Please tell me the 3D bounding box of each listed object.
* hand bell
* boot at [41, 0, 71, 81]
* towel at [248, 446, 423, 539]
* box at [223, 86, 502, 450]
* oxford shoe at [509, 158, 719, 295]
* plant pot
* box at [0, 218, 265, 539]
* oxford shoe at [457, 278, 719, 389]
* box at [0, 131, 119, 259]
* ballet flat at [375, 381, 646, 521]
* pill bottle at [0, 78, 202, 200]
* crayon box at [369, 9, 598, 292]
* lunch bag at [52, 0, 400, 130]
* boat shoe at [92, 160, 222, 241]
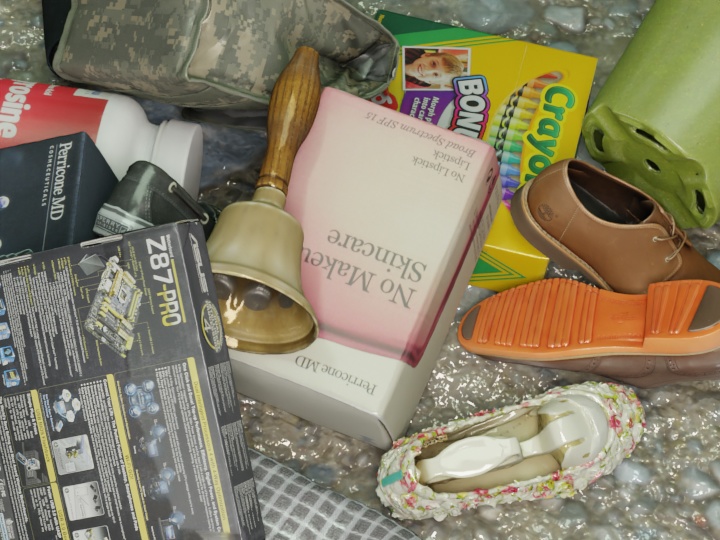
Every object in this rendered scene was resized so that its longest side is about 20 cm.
[{"bbox_3d":[-0.054,-0.057,1.385,0.104,0.104,0.201,12,61,6],"label":"hand bell"},{"bbox_3d":[-0.159,-0.230,1.677,0.199,0.077,0.168,-17,51,-7],"label":"boot"},{"bbox_3d":[-0.071,0.213,1.336,0.165,0.086,0.200,25,55,17],"label":"towel"},{"bbox_3d":[0.000,0.000,1.449,0.127,0.109,0.201,20,76,12],"label":"box"},{"bbox_3d":[0.203,-0.010,1.503,0.200,0.071,0.071,30,51,-13],"label":"oxford shoe"},{"bbox_3d":[0.263,-0.136,1.579,0.200,0.200,0.190,35,71,22],"label":"plant pot"},{"bbox_3d":[-0.155,0.082,1.295,0.161,0.049,0.201,-13,90,18],"label":"box"},{"bbox_3d":[0.164,0.053,1.486,0.199,0.073,0.071,1,47,24],"label":"oxford shoe"},{"bbox_3d":[-0.257,0.014,1.429,0.199,0.107,0.149,-11,50,14],"label":"box"},{"bbox_3d":[0.107,0.119,1.428,0.199,0.064,0.076,-18,78,-17],"label":"ballet flat"},{"bbox_3d":[-0.217,-0.075,1.534,0.199,0.112,0.113,8,52,2],"label":"pill bottle"},{"bbox_3d":[0.071,-0.088,1.593,0.172,0.058,0.200,12,54,6],"label":"crayon box"},{"bbox_3d":[-0.091,-0.163,1.550,0.164,0.200,0.118,10,89,46],"label":"lunch bag"},{"bbox_3d":[-0.109,-0.019,1.445,0.068,0.200,0.057,23,85,25],"label":"boat shoe"}]
